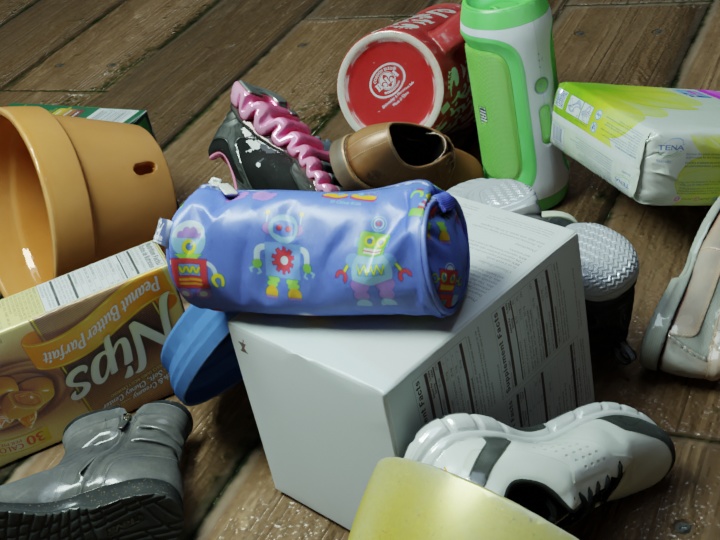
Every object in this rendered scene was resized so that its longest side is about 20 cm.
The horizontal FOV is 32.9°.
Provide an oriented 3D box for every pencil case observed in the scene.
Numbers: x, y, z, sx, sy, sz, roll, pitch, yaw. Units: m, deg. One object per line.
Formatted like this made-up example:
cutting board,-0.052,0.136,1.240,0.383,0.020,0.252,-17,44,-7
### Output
pencil case,-0.029,-0.016,0.779,0.197,0.088,0.078,1,13,22

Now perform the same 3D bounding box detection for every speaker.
speaker,0.143,-0.157,1.116,0.087,0.202,0.089,-9,31,6

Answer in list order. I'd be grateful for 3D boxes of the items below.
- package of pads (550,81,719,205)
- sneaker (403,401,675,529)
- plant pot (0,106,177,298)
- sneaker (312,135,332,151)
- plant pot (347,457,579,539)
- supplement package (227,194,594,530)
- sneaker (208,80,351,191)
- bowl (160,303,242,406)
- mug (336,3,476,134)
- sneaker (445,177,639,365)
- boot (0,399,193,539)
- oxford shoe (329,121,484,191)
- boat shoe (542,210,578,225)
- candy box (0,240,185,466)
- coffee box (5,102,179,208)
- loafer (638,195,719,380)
package of pads,0.285,-0.110,1.062,0.197,0.069,0.155,-1,25,-23
sneaker,0.123,0.134,0.755,0.197,0.075,0.080,-2,30,-30
plant pot,-0.264,-0.061,1.150,0.139,0.203,0.199,-14,27,-34
sneaker,-0.005,-0.076,1.181,0.197,0.081,0.076,11,74,18
plant pot,0.058,0.210,0.608,0.198,0.200,0.143,17,66,40
supplement package,0.041,0.066,0.850,0.151,0.152,0.199,19,44,41
sneaker,-0.066,-0.075,1.067,0.096,0.079,0.200,-51,58,16
bowl,-0.072,0.022,0.938,0.039,0.201,0.200,47,57,10
mug,0.066,-0.210,1.202,0.132,0.180,0.200,23,22,15
sneaker,0.134,0.007,0.942,0.075,0.115,0.199,-34,38,-23
boot,-0.221,0.159,0.899,0.197,0.071,0.132,-4,28,-6
oxford shoe,0.061,-0.092,1.068,0.071,0.072,0.199,-26,-15,33
boat shoe,0.097,-0.001,1.011,0.197,0.073,0.068,-12,30,-3
candy box,-0.236,0.069,0.986,0.198,0.117,0.055,-23,33,-15
coffee box,-0.295,-0.114,1.295,0.198,0.124,0.044,6,37,31
loafer,0.276,0.012,0.938,0.062,0.073,0.200,22,49,21
